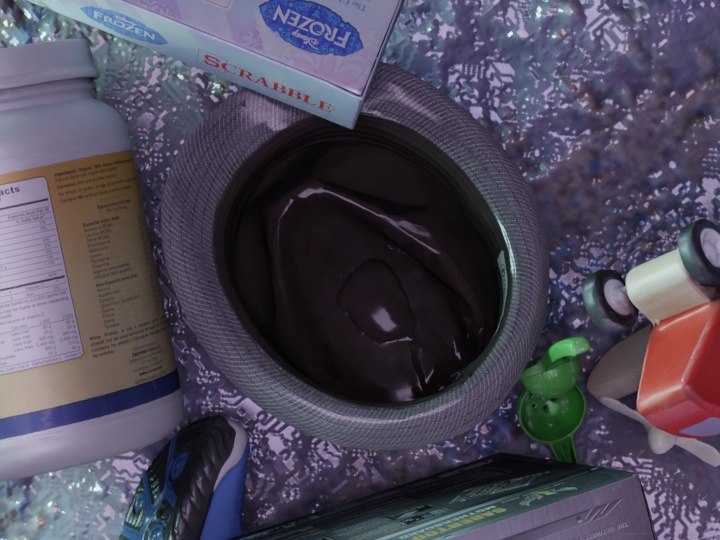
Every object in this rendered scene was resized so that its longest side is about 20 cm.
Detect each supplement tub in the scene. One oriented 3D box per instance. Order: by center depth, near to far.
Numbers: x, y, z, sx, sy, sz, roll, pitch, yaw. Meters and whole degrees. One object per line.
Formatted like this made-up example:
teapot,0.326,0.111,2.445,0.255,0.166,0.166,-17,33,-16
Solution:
supplement tub,-0.173,-0.005,1.091,0.144,0.144,0.201,-11,93,2

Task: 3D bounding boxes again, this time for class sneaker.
sneaker,-0.086,0.174,1.145,0.077,0.076,0.201,13,93,-23

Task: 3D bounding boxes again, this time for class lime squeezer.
lime squeezer,0.097,0.070,1.099,0.038,0.200,0.071,-7,53,2

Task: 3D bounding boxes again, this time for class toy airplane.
toy airplane,0.207,0.018,1.062,0.199,0.200,0.141,-33,93,-3

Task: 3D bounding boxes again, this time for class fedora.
fedora,0.000,0.000,1.105,0.200,0.090,0.177,43,79,11

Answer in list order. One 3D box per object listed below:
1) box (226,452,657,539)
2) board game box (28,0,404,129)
box,0.020,0.141,1.057,0.199,0.158,0.049,-16,96,-20
board game box,-0.059,-0.195,1.089,0.199,0.041,0.200,22,69,1
